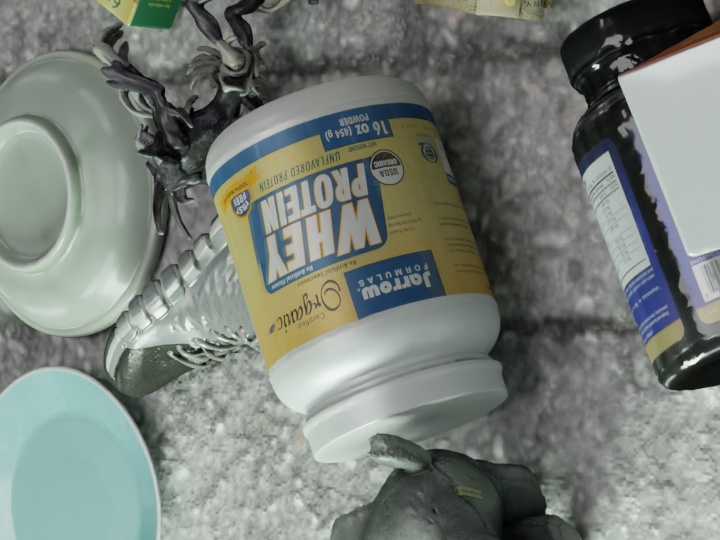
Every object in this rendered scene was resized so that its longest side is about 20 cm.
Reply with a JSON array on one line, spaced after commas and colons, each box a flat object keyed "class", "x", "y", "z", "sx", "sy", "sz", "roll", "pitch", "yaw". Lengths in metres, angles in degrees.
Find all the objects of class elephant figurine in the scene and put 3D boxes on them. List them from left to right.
[{"class": "elephant figurine", "x": 0.027, "y": 0.204, "z": 1.572, "sx": 0.200, "sy": 0.141, "sz": 0.156, "roll": -43, "pitch": 70, "yaw": 30}]

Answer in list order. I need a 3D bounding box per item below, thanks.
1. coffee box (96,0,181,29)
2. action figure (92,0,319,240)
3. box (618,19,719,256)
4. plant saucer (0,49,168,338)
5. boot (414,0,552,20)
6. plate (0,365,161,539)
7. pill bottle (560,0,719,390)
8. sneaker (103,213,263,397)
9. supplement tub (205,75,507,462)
[{"class": "coffee box", "x": -0.142, "y": -0.275, "z": 1.766, "sx": 0.123, "sy": 0.044, "sz": 0.201, "roll": 40, "pitch": 117, "yaw": 33}, {"class": "action figure", "x": -0.102, "y": -0.126, "z": 1.693, "sx": 0.102, "sy": 0.119, "sz": 0.201, "roll": 30, "pitch": 99, "yaw": 35}, {"class": "box", "x": 0.232, "y": -0.093, "z": 1.318, "sx": 0.124, "sy": 0.200, "sz": 0.098, "roll": -20, "pitch": 96, "yaw": 31}, {"class": "plant saucer", "x": -0.218, "y": -0.053, "z": 1.841, "sx": 0.199, "sy": 0.050, "sz": 0.202, "roll": 3, "pitch": 95, "yaw": 42}, {"class": "boot", "x": 0.110, "y": -0.223, "z": 1.528, "sx": 0.199, "sy": 0.073, "sz": 0.157, "roll": 4, "pitch": 99, "yaw": 35}, {"class": "plate", "x": -0.202, "y": 0.166, "z": 1.852, "sx": 0.199, "sy": 0.025, "sz": 0.202, "roll": 3, "pitch": 94, "yaw": 41}, {"class": "pill bottle", "x": 0.181, "y": -0.045, "z": 1.445, "sx": 0.112, "sy": 0.111, "sz": 0.201, "roll": -30, "pitch": 72, "yaw": 38}, {"class": "sneaker", "x": -0.083, "y": 0.044, "z": 1.711, "sx": 0.200, "sy": 0.075, "sz": 0.116, "roll": -49, "pitch": 64, "yaw": 31}, {"class": "supplement tub", "x": 0.000, "y": 0.000, "z": 1.585, "sx": 0.144, "sy": 0.144, "sz": 0.201, "roll": -29, "pitch": 73, "yaw": 38}]
